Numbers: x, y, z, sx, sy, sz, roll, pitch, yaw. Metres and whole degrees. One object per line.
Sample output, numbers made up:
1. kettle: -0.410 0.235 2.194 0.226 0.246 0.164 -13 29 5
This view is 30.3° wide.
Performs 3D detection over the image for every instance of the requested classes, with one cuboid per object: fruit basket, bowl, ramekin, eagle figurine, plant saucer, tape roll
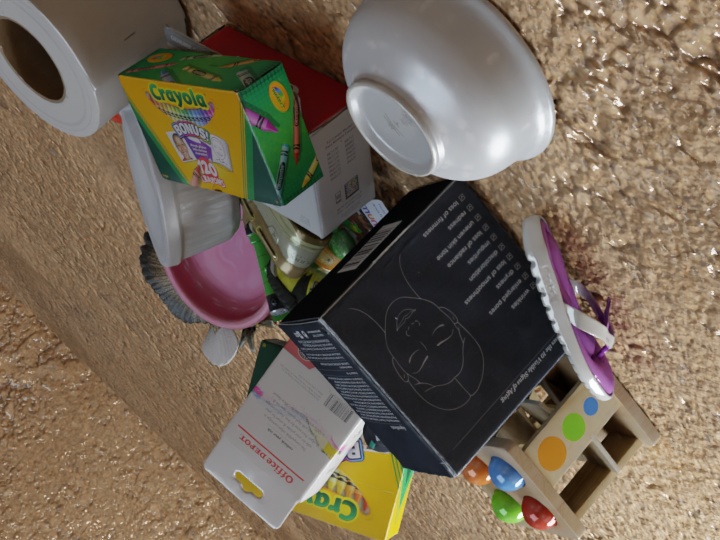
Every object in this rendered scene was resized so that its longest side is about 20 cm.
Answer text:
1. fruit basket: 0.000 0.000 1.441 0.200 0.094 0.186 8 139 53
2. bowl: 0.052 -0.141 1.073 0.201 0.090 0.201 38 159 17
3. ramekin: -0.204 -0.111 1.522 0.202 0.094 0.204 165 90 -76
4. eagle figurine: -0.198 0.012 1.799 0.200 0.152 0.151 50 180 -28
5. plant saucer: -0.167 -0.028 1.666 0.200 0.051 0.202 16 118 32
6. tape roll: -0.304 -0.263 1.417 0.202 0.139 0.203 34 151 22

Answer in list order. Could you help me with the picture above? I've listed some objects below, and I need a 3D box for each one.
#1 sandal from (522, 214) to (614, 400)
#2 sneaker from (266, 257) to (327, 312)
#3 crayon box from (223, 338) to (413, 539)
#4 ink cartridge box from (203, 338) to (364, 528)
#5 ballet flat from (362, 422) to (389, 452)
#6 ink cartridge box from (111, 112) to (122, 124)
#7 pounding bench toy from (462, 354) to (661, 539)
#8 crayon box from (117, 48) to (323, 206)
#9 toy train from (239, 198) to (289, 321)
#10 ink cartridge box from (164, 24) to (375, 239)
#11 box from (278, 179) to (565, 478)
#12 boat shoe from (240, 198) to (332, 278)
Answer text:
1. sandal: 0.199 0.037 1.183 0.050 0.083 0.203 -19 122 19
2. sneaker: -0.018 0.037 1.377 0.200 0.077 0.075 41 -167 28
3. crayon box: -0.035 0.187 1.488 0.199 0.174 0.058 16 -177 17
4. ink cartridge box: -0.066 0.165 1.432 0.116 0.200 0.067 39 -170 12
5. ballet flat: 0.074 0.127 1.380 0.073 0.200 0.073 29 136 32
6. ink cartridge box: -0.321 -0.262 1.613 0.162 0.050 0.200 24 154 44
7. pounding bench toy: 0.169 0.176 1.359 0.124 0.156 0.200 50 159 -15
8. crayon box: -0.133 -0.137 1.244 0.199 0.058 0.119 15 135 47
9. toy train: -0.108 -0.036 1.513 0.056 0.042 0.201 25 -131 -74
10. ink cartridge box: -0.089 -0.156 1.308 0.200 0.084 0.176 31 146 32
11. box: 0.068 0.053 1.254 0.197 0.200 0.124 49 160 -11
12. boat shoe: -0.097 -0.066 1.407 0.074 0.067 0.200 15 -154 -32
